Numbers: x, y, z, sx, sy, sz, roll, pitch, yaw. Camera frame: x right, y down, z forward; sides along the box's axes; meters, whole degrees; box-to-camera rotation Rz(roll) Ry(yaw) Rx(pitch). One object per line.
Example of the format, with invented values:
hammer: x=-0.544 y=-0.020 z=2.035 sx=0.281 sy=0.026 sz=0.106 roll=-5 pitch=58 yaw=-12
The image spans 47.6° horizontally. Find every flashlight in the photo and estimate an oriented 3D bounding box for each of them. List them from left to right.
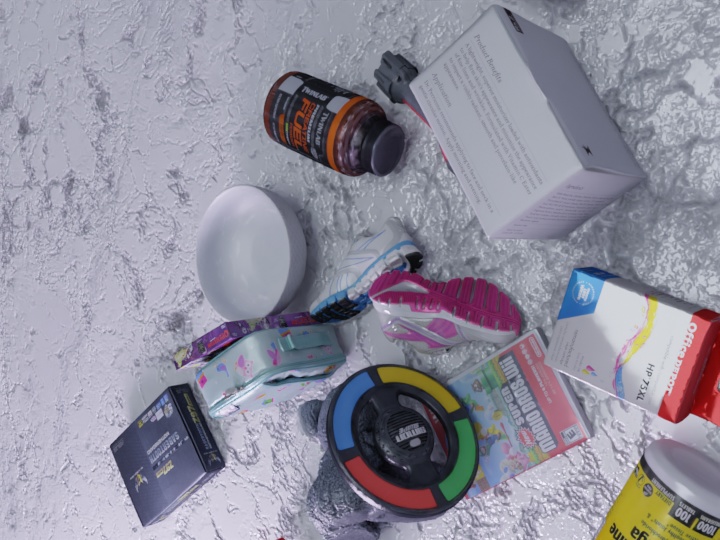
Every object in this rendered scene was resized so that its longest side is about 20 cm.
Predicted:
flashlight: x=0.094 y=-0.199 z=1.056 sx=0.201 sy=0.067 sz=0.068 roll=49 pitch=120 yaw=30

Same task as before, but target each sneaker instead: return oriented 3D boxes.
sneaker: x=0.000 y=0.000 z=1.129 sx=0.199 sy=0.074 sz=0.088 roll=-37 pitch=57 yaw=28
sneaker: x=0.108 y=0.062 z=1.042 sx=0.195 sy=0.082 sz=0.090 roll=11 pitch=132 yaw=23

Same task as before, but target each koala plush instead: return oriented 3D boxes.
koala plush: x=-0.003 y=0.235 z=1.077 sx=0.175 sy=0.183 sz=0.204 roll=-28 pitch=56 yaw=23

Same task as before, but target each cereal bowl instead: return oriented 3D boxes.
cereal bowl: x=-0.153 y=-0.024 z=1.223 sx=0.196 sy=0.082 sz=0.206 roll=1 pitch=92 yaw=36

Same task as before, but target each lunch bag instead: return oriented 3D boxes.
lunch bag: x=-0.119 y=0.135 z=1.129 sx=0.159 sy=0.198 sz=0.079 roll=-31 pitch=76 yaw=30

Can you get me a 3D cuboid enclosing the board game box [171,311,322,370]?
board game box: x=-0.156 y=0.097 z=1.155 sx=0.119 sy=0.198 sz=0.033 roll=-35 pitch=73 yaw=31

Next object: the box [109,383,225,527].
box: x=-0.329 y=0.312 z=1.376 sx=0.199 sy=0.051 sz=0.160 roll=-42 pitch=69 yaw=29

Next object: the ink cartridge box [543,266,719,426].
ink cartridge box: x=0.314 y=0.084 z=0.892 sx=0.197 sy=0.067 sz=0.119 roll=23 pitch=104 yaw=33

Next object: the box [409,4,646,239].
box: x=0.187 y=-0.153 z=0.901 sx=0.130 sy=0.198 sz=0.203 roll=-36 pitch=71 yaw=32

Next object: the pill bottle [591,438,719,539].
pill bottle: x=0.311 y=0.293 z=0.869 sx=0.112 sy=0.111 sz=0.204 roll=34 pitch=110 yaw=30

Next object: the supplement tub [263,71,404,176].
supplement tub: x=-0.035 y=-0.196 z=1.119 sx=0.198 sy=0.106 sz=0.109 roll=28 pitch=106 yaw=33

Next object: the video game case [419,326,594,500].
video game case: x=0.177 y=0.182 z=1.024 sx=0.199 sy=0.017 sz=0.145 roll=-36 pitch=71 yaw=31

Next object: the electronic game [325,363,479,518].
electronic game: x=0.053 y=0.201 z=0.991 sx=0.201 sy=0.197 sz=0.042 roll=51 pitch=141 yaw=23

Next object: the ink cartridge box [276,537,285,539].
ink cartridge box: x=-0.105 y=0.497 z=1.166 sx=0.201 sy=0.115 sz=0.068 roll=49 pitch=117 yaw=26
